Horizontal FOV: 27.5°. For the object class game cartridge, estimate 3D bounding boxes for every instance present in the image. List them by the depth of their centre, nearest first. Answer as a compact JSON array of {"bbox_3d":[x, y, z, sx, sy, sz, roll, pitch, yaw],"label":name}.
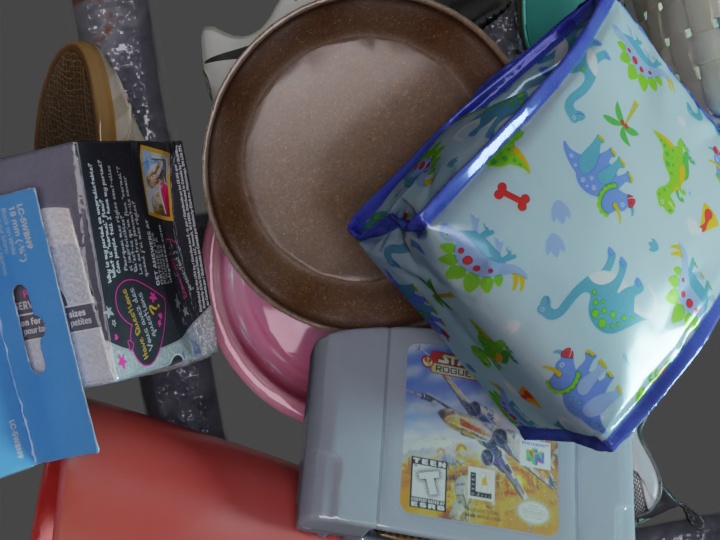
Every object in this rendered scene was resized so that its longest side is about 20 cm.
[{"bbox_3d":[0.065,0.102,0.851,0.199,0.042,0.134,11,63,-12],"label":"game cartridge"}]

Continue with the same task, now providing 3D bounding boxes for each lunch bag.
[{"bbox_3d":[0.122,-0.030,0.812,0.200,0.127,0.170,-46,106,-16],"label":"lunch bag"}]

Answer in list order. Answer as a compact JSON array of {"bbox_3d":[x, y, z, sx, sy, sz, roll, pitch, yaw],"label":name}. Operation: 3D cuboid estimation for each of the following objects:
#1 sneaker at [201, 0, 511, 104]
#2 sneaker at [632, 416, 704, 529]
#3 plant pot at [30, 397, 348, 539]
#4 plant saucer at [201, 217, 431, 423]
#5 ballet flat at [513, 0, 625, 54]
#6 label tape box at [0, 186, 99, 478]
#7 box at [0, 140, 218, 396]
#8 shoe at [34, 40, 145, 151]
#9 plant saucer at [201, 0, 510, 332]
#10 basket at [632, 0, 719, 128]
[{"bbox_3d":[-0.005,-0.155,0.911,0.199,0.074,0.089,-22,94,-4],"label":"sneaker"},{"bbox_3d":[0.146,0.164,0.923,0.139,0.078,0.201,7,90,-4],"label":"sneaker"},{"bbox_3d":[-0.102,0.183,0.858,0.176,0.200,0.202,9,90,-15],"label":"plant pot"},{"bbox_3d":[0.000,0.000,0.924,0.199,0.051,0.202,0,90,-4],"label":"plant saucer"},{"bbox_3d":[0.138,-0.127,0.927,0.074,0.074,0.201,-4,90,-4],"label":"ballet flat"},{"bbox_3d":[-0.249,0.048,0.766,0.199,0.063,0.145,-13,93,26],"label":"label tape box"},{"bbox_3d":[-0.201,0.007,0.838,0.199,0.115,0.133,-9,91,25],"label":"box"},{"bbox_3d":[-0.158,-0.041,0.915,0.070,0.053,0.201,-8,88,39],"label":"shoe"},{"bbox_3d":[0.005,-0.063,0.867,0.199,0.037,0.202,-2,101,-9],"label":"plant saucer"},{"bbox_3d":[0.268,-0.165,0.901,0.199,0.139,0.178,-9,88,-15],"label":"basket"}]
